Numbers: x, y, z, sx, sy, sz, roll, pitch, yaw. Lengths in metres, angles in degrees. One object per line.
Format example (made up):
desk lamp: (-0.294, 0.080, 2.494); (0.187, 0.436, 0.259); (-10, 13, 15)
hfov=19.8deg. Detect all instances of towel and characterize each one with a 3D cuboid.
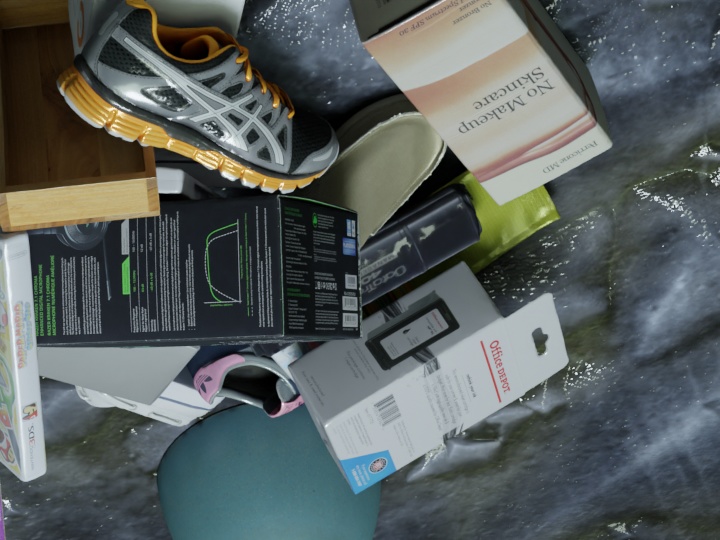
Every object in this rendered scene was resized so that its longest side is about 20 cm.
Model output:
towel: (0.055, -0.015, 1.579); (0.199, 0.018, 0.086); (-35, 127, 1)

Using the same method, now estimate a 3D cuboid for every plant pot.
plant pot: (-0.071, 0.227, 1.782); (0.198, 0.136, 0.201); (-7, 138, -6)

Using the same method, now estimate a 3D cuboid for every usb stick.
usb stick: (0.000, 0.000, 1.541); (0.199, 0.033, 0.056); (-29, 130, -3)

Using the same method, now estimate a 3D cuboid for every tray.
tray: (-0.187, -0.109, 1.326); (0.098, 0.201, 0.037); (-6, 135, -6)

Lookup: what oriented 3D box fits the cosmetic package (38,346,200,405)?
cosmetic package: (-0.225, 0.016, 1.533); (0.199, 0.107, 0.090); (22, 130, -30)

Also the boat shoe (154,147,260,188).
boat shoe: (-0.142, -0.098, 1.455); (0.198, 0.072, 0.066); (5, 102, 6)

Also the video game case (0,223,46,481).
video game case: (-0.274, 0.019, 1.371); (0.023, 0.199, 0.183); (-22, 127, -34)

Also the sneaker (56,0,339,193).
sneaker: (-0.086, -0.107, 1.266); (0.199, 0.078, 0.078); (15, 112, -41)

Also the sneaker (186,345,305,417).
sneaker: (-0.049, 0.089, 1.671); (0.198, 0.083, 0.070); (8, 138, -22)

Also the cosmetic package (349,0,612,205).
cosmetic package: (0.083, -0.148, 1.432); (0.103, 0.088, 0.200); (-29, 136, 18)

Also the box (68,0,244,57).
box: (-0.120, -0.225, 1.271); (0.097, 0.125, 0.201); (1, 138, -16)

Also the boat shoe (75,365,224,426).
boat shoe: (-0.197, 0.080, 1.635); (0.199, 0.074, 0.065); (27, 122, -34)

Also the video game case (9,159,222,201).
video game case: (-0.176, -0.055, 1.410); (0.142, 0.018, 0.200); (3, 177, 4)

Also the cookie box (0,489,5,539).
cookie box: (-0.381, 0.206, 1.660); (0.199, 0.172, 0.075); (-35, 137, 25)

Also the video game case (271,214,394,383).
video game case: (-0.015, 0.020, 1.596); (0.143, 0.018, 0.200); (-39, 126, 1)

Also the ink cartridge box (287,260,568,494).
ink cartridge box: (0.055, 0.073, 1.588); (0.199, 0.068, 0.116); (-30, 145, -6)

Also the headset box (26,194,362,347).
headset box: (-0.118, 0.005, 1.391); (0.198, 0.094, 0.174); (-3, 177, 18)

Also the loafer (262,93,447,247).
loafer: (-0.010, -0.050, 1.504); (0.200, 0.068, 0.076); (-39, 127, 2)
